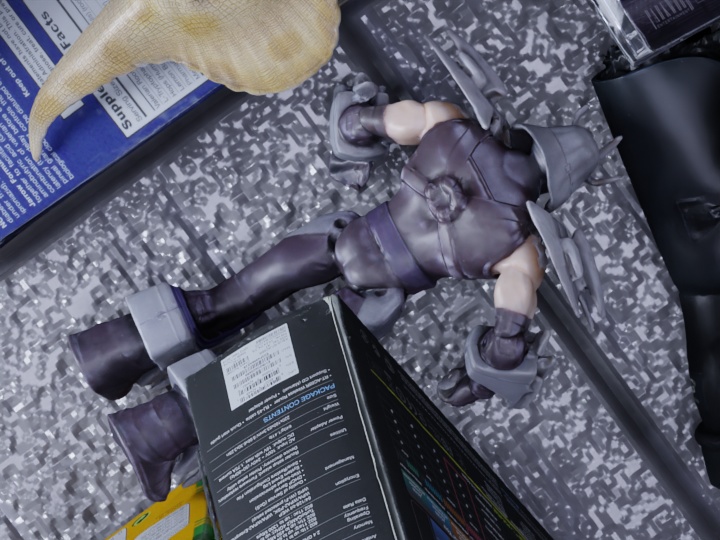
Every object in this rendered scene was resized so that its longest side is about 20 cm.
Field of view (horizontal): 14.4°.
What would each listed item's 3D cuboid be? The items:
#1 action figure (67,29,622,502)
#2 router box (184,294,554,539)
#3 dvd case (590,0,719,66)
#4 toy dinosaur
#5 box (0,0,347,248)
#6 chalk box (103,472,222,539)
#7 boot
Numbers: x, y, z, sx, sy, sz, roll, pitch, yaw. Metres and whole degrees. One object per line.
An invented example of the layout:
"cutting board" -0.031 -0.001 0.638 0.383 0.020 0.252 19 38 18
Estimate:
"action figure" 0.000 0.000 0.973 0.200 0.069 0.130 -29 61 3
"router box" 0.029 0.124 0.916 0.062 0.150 0.200 -30 133 12
"dvd case" 0.085 -0.177 0.935 0.149 0.016 0.200 -29 86 -38
"toy dinosaur" -0.054 -0.097 0.894 0.200 0.058 0.101 -23 102 25
"box" -0.113 -0.088 0.968 0.200 0.032 0.121 -33 97 26
"chalk box" -0.046 0.192 0.978 0.125 0.124 0.200 -35 96 3
"boot" 0.192 -0.025 0.983 0.200 0.076 0.168 -13 100 6
